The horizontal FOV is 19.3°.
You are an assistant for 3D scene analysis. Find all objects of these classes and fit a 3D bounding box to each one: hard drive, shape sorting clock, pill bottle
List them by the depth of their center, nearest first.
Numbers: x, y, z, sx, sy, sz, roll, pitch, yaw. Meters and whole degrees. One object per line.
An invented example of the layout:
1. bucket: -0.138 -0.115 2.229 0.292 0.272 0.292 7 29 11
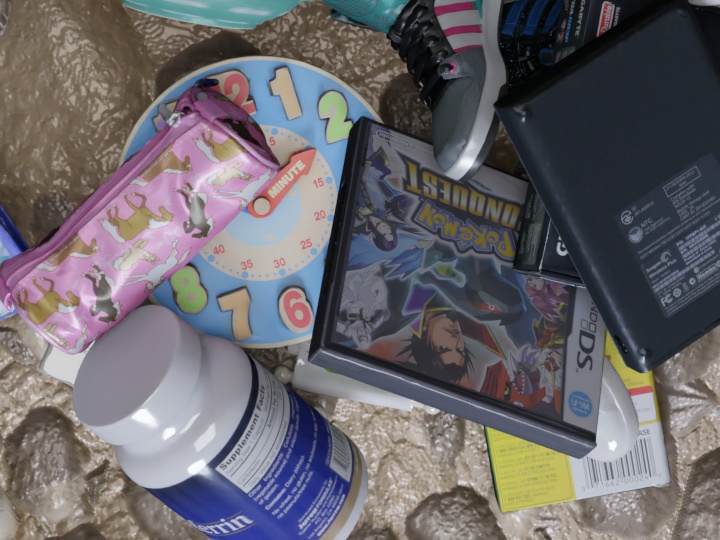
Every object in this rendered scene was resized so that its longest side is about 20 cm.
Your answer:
1. hard drive: 0.188 -0.055 1.347 0.139 0.033 0.201 -32 109 -10
2. shape sorting clock: -0.068 -0.045 1.431 0.198 0.039 0.201 0 98 -3
3. pill bottle: -0.095 0.115 1.439 0.116 0.116 0.200 -45 126 4

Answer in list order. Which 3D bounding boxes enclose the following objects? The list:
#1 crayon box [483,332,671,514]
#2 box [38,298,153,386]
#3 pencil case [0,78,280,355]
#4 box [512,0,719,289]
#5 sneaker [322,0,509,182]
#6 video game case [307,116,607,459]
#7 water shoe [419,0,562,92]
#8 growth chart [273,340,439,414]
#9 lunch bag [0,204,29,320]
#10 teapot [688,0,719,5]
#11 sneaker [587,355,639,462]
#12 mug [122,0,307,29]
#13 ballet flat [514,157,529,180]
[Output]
1. crayon box: 0.142 0.062 1.507 0.126 0.051 0.201 -9 98 1
2. box: -0.147 -0.007 1.485 0.082 0.068 0.201 24 95 -5
3. pencil case: -0.145 -0.032 1.376 0.200 0.083 0.087 -43 98 13
4. box: 0.196 -0.080 1.403 0.158 0.046 0.201 13 87 -20
5. sneaker: 0.033 -0.159 1.401 0.120 0.084 0.201 16 54 -19
6. video game case: 0.073 0.010 1.388 0.199 0.026 0.182 20 57 -16
7. water shoe: 0.135 -0.160 1.466 0.199 0.079 0.072 -19 97 1
8. growth chart: 0.000 0.000 1.499 0.144 0.018 0.202 1 97 16
9. lunch bag: -0.337 -0.022 1.460 0.170 0.127 0.201 -34 109 1
10. teapot: 0.164 -0.268 1.389 0.197 0.200 0.146 40 78 -23
11. sneaker: 0.100 0.064 1.429 0.200 0.088 0.075 47 133 1
12. mug: -0.086 -0.213 1.336 0.184 0.152 0.115 19 103 30
13. ballet flat: 0.209 -0.078 1.464 0.199 0.068 0.076 -19 62 -11
